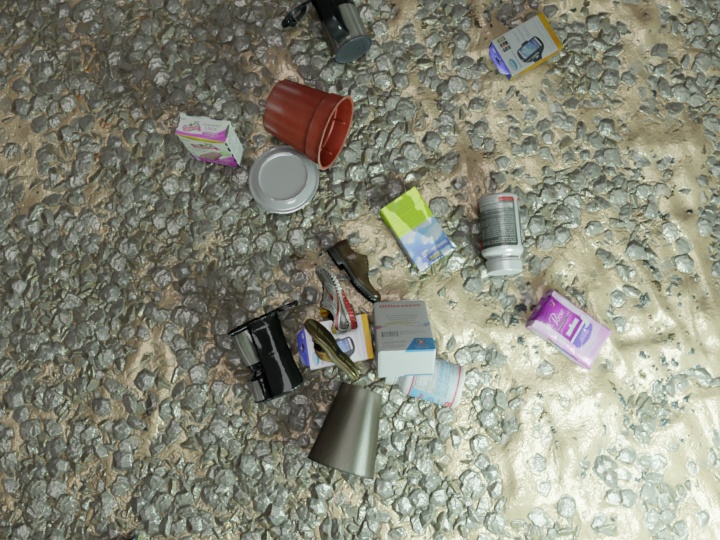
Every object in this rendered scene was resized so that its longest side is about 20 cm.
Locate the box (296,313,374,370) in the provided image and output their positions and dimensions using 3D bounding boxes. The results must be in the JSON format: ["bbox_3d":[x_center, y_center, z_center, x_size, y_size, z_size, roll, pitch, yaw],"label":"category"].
[{"bbox_3d":[-0.067,0.191,1.629,0.194,0.042,0.123,-10,82,1],"label":"box"}]

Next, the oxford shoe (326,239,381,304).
[{"bbox_3d":[0.000,0.000,1.641,0.084,0.073,0.202,-36,85,-10],"label":"oxford shoe"}]

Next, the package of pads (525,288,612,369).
[{"bbox_3d":[0.549,0.154,1.621,0.198,0.076,0.122,36,80,4],"label":"package of pads"}]

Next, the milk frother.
[{"bbox_3d":[-0.100,-0.678,1.723,0.198,0.178,0.192,-30,79,39],"label":"milk frother"}]

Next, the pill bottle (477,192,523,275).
[{"bbox_3d":[0.374,-0.095,1.637,0.110,0.114,0.207,-3,81,-1],"label":"pill bottle"}]

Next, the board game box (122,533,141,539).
[{"bbox_3d":[-0.605,0.788,1.525,0.161,0.057,0.205,-19,82,-2],"label":"board game box"}]

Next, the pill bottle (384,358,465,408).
[{"bbox_3d":[0.164,0.275,1.583,0.194,0.109,0.112,15,81,2],"label":"pill bottle"}]

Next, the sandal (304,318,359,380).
[{"bbox_3d":[-0.082,0.211,1.576,0.054,0.080,0.201,-41,88,15],"label":"sandal"}]

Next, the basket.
[{"bbox_3d":[-0.022,0.399,1.554,0.176,0.136,0.205,17,78,1],"label":"basket"}]

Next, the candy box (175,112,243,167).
[{"bbox_3d":[-0.394,-0.340,1.622,0.132,0.200,0.063,10,81,1],"label":"candy box"}]

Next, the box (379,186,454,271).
[{"bbox_3d":[0.152,-0.110,1.670,0.120,0.048,0.203,-32,83,-4],"label":"box"}]

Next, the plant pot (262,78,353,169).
[{"bbox_3d":[-0.146,-0.405,1.648,0.191,0.201,0.205,25,82,12],"label":"plant pot"}]

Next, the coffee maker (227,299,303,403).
[{"bbox_3d":[-0.219,0.212,1.558,0.188,0.134,0.205,-22,93,24],"label":"coffee maker"}]

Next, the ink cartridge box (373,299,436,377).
[{"bbox_3d":[0.107,0.168,1.554,0.140,0.202,0.087,-2,124,-1],"label":"ink cartridge box"}]

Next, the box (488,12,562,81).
[{"bbox_3d":[0.461,-0.631,1.748,0.197,0.042,0.121,-30,83,-3],"label":"box"}]

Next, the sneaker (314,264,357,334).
[{"bbox_3d":[-0.079,0.073,1.606,0.080,0.078,0.203,-23,62,-7],"label":"sneaker"}]

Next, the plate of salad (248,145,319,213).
[{"bbox_3d":[-0.209,-0.248,1.687,0.194,0.048,0.206,0,72,1],"label":"plate of salad"}]
